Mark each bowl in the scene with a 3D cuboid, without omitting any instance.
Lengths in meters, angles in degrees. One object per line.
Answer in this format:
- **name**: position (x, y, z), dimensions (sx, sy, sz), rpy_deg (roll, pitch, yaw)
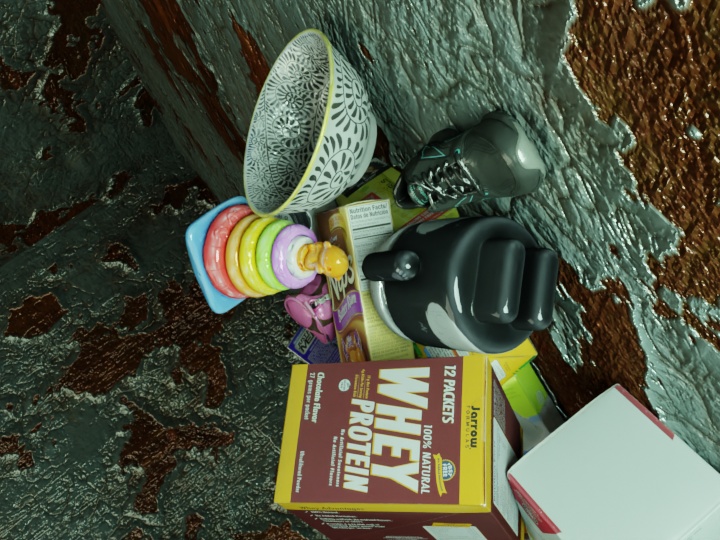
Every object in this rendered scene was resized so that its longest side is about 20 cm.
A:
- **bowl**: position (-0.044, -0.147, 0.878), dimensions (0.093, 0.204, 0.200), rpy_deg (14, -167, -31)

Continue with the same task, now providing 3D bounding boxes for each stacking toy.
- **stacking toy**: position (-0.088, -0.017, 0.892), dimensions (0.198, 0.109, 0.118), rpy_deg (4, 120, 41)

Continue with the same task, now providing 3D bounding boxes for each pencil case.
- **pencil case**: position (0.000, 0.000, 1.004), dimensions (0.090, 0.200, 0.094), rpy_deg (39, 160, 17)

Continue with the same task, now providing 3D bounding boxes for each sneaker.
- **sneaker**: position (0.087, -0.079, 0.686), dimensions (0.076, 0.079, 0.200), rpy_deg (56, 168, -10)

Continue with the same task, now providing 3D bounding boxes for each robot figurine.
- **robot figurine**: position (0.093, 0.010, 0.757), dimensions (0.151, 0.125, 0.199), rpy_deg (54, 155, -20)

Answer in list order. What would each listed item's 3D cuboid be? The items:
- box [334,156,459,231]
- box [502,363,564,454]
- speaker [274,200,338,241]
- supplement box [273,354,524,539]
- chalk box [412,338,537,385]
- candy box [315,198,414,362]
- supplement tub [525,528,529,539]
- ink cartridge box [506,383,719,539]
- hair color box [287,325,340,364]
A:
- **box**: position (0.039, -0.070, 0.948), dimensions (0.200, 0.075, 0.051), rpy_deg (43, 163, 53)
- **box**: position (0.201, 0.211, 1.011), dimensions (0.121, 0.048, 0.202), rpy_deg (-23, 104, 41)
- **speaker**: position (-0.058, -0.081, 1.063), dimensions (0.082, 0.081, 0.200), rpy_deg (54, -153, -1)
- **supplement box**: position (0.049, 0.189, 0.793), dimensions (0.201, 0.194, 0.135), rpy_deg (57, -147, -54)
- **chalk box**: position (0.097, 0.071, 0.983), dimensions (0.125, 0.123, 0.200), rpy_deg (56, 169, -14)
- **candy box**: position (0.005, 0.028, 0.891), dimensions (0.116, 0.055, 0.204), rpy_deg (178, 84, -72)
- **supplement tub**: position (0.219, 0.346, 1.113), dimensions (0.202, 0.105, 0.108), rpy_deg (-86, -23, -46)
- **ink cartridge box**: position (0.251, 0.246, 0.773), dimensions (0.145, 0.144, 0.201), rpy_deg (46, 166, 42)
- **hair color box**: position (0.003, 0.148, 1.122), dimensions (0.199, 0.065, 0.109), rpy_deg (35, 175, 29)
